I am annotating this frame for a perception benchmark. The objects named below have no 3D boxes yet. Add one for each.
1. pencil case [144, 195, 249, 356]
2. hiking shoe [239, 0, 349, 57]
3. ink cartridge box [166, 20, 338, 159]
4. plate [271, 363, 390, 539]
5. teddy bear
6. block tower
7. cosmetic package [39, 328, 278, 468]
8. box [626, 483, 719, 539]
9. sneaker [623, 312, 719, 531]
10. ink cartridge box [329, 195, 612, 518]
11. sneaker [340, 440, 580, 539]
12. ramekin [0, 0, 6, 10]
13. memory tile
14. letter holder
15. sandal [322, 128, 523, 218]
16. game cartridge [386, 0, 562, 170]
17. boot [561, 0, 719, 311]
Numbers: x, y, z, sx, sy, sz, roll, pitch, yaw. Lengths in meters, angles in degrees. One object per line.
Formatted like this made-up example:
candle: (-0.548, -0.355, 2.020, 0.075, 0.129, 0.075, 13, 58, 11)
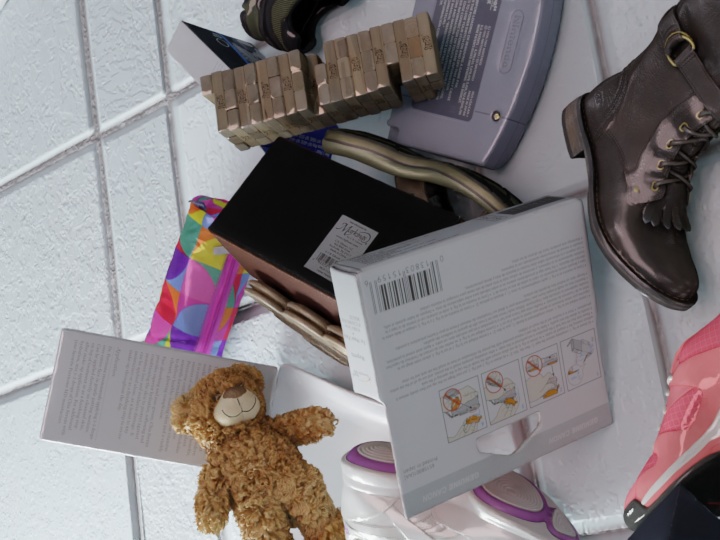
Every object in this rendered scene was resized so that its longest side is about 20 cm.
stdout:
pencil case: (-0.155, 0.025, 1.077, 0.088, 0.088, 0.203, 32, 109, 37)
hiking shoe: (-0.036, -0.292, 1.019, 0.100, 0.075, 0.202, 35, 118, 27)
ink cartridge box: (-0.091, -0.159, 1.028, 0.200, 0.099, 0.039, 47, 113, 31)
plate: (-0.013, 0.205, 0.976, 0.198, 0.032, 0.203, 16, 96, 40)
teddy bear: (-0.081, 0.172, 0.934, 0.143, 0.067, 0.203, -13, 77, -4)
block tower: (-0.030, -0.153, 0.914, 0.197, 0.054, 0.059, -12, 77, 13)
cosmetic package: (-0.182, 0.122, 1.010, 0.071, 0.197, 0.103, 133, 148, -78)
box: (0.207, 0.280, 0.699, 0.181, 0.104, 0.201, 39, 113, 10)
sneaker: (0.242, 0.095, 0.760, 0.202, 0.073, 0.087, -58, 35, 21)
ink cartridge box: (0.086, 0.055, 0.787, 0.043, 0.198, 0.177, 12, 116, 59)
sneaker: (0.075, 0.202, 0.867, 0.197, 0.075, 0.101, 14, 106, 22)
ramekin: (-0.531, -0.421, 1.418, 0.198, 0.097, 0.204, -4, 83, 40)
memory tile: (0.000, 0.071, 0.905, 0.199, 0.153, 0.017, 28, 81, 38)
letter holder: (0.000, 0.000, 0.894, 0.199, 0.143, 0.101, 27, 73, 35)
sandal: (0.054, -0.063, 0.895, 0.199, 0.080, 0.058, 24, 99, 25)
game cartridge: (0.098, -0.191, 0.913, 0.132, 0.041, 0.203, 19, 99, 35)
boot: (0.228, -0.095, 0.753, 0.174, 0.068, 0.203, -42, 59, 44)
